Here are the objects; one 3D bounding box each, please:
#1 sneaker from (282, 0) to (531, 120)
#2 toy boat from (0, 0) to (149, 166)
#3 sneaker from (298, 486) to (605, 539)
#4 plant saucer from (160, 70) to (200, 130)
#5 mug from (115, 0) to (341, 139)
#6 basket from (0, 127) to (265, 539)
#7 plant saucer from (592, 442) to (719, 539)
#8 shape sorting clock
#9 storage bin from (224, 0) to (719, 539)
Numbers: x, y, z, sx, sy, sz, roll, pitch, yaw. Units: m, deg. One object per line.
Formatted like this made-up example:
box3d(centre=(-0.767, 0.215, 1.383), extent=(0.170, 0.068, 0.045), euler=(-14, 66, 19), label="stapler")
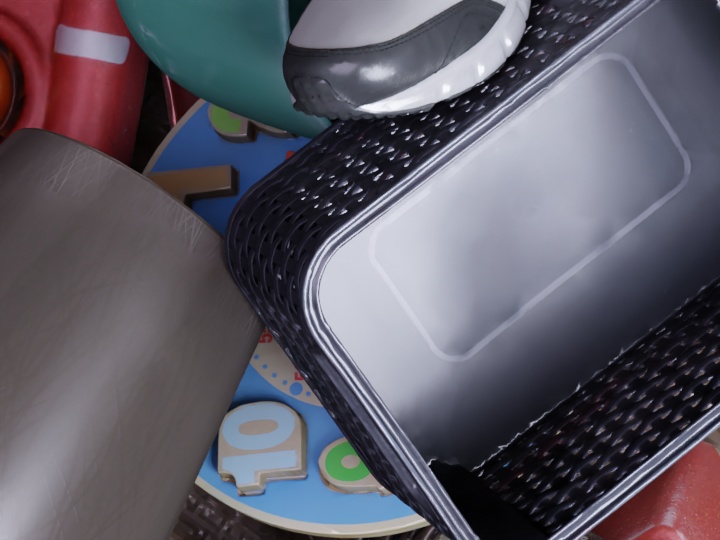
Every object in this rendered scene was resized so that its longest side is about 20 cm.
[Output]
box3d(centre=(0.031, -0.124, 0.893), extent=(0.074, 0.200, 0.080), euler=(8, 135, 35), label="sneaker")
box3d(centre=(-0.156, -0.067, 1.031), extent=(0.130, 0.131, 0.200), euler=(9, 89, 14), label="toy boat")
box3d(centre=(0.044, 0.103, 1.006), extent=(0.200, 0.076, 0.070), euler=(21, 82, 37), label="sneaker")
box3d(centre=(0.013, -0.129, 1.066), extent=(0.199, 0.037, 0.200), euler=(-9, 91, 18), label="plant saucer")
box3d(centre=(-0.011, -0.141, 0.979), extent=(0.114, 0.152, 0.185), euler=(18, 74, 38), label="mug")
box3d(centre=(-0.130, 0.062, 0.943), extent=(0.180, 0.136, 0.200), euler=(38, 73, -18), label="basket")
box3d(centre=(0.098, 0.199, 1.052), extent=(0.200, 0.037, 0.200), euler=(-33, 82, 17), label="plant saucer")
box3d(centre=(0.000, 0.000, 1.015), extent=(0.200, 0.039, 0.200), euler=(-7, 70, 19), label="shape sorting clock")
box3d(centre=(0.073, -0.014, 0.912), extent=(0.200, 0.094, 0.135), euler=(-38, 110, -8), label="storage bin")
